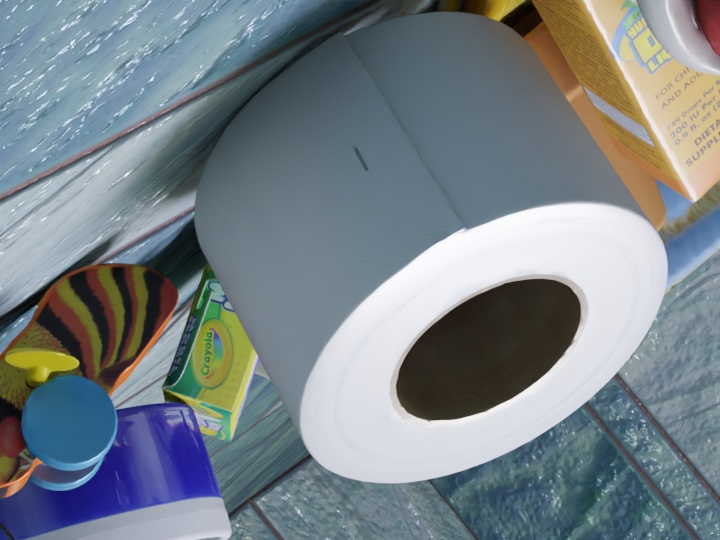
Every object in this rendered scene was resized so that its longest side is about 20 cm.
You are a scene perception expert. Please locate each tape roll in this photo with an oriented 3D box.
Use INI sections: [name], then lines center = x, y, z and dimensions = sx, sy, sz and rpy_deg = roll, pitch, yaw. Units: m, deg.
[tape roll]
center = 0.034, -0.009, 1.284
dimensions = 0.202, 0.139, 0.203
rpy_deg = -20, 145, -15

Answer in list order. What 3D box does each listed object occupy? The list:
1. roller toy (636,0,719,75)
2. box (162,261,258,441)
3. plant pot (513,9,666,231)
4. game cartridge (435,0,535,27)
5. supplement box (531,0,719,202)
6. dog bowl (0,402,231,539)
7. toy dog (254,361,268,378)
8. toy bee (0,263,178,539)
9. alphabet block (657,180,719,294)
[roller toy]
center = 0.221, -0.175, 1.213
dimensions = 0.139, 0.201, 0.182
rpy_deg = 11, -154, 32
[box]
center = -0.078, 0.031, 1.520
dimensions = 0.200, 0.048, 0.118
rpy_deg = 96, 13, -81
[plant pot]
center = 0.082, -0.050, 1.484
dimensions = 0.200, 0.140, 0.200
rpy_deg = -34, -173, 5
[game cartridge]
center = 0.127, -0.196, 1.383
dimensions = 0.200, 0.032, 0.176
rpy_deg = -37, 174, -9
[supplement box]
center = 0.140, -0.124, 1.310
dimensions = 0.067, 0.069, 0.200
rpy_deg = -44, 136, -6
[dog bowl]
center = -0.178, 0.140, 1.452
dimensions = 0.200, 0.079, 0.200
rpy_deg = -16, 171, -3
[toy dog]
center = 0.000, 0.000, 1.735
dimensions = 0.200, 0.139, 0.194
rpy_deg = -26, 129, -62
[toy bee]
center = -0.174, 0.071, 1.278
dimensions = 0.131, 0.109, 0.200
rpy_deg = -58, -172, 48
[alphabet block]
center = 0.144, -0.038, 1.931
dimensions = 0.200, 0.197, 0.195
rpy_deg = -44, 172, 39
